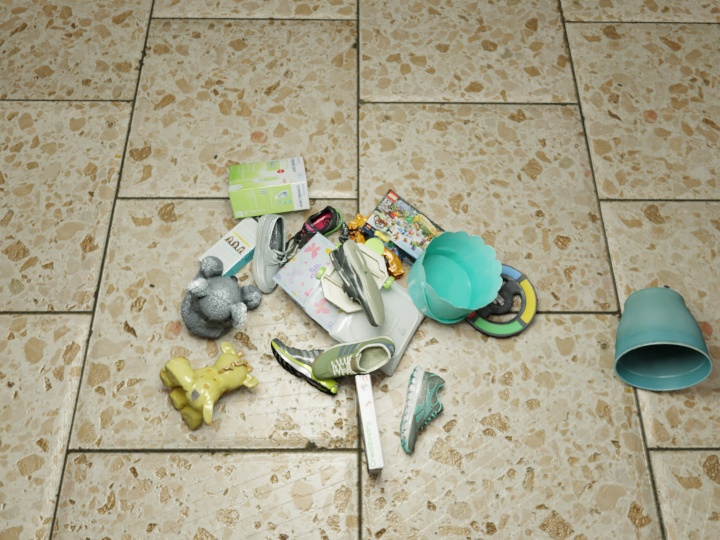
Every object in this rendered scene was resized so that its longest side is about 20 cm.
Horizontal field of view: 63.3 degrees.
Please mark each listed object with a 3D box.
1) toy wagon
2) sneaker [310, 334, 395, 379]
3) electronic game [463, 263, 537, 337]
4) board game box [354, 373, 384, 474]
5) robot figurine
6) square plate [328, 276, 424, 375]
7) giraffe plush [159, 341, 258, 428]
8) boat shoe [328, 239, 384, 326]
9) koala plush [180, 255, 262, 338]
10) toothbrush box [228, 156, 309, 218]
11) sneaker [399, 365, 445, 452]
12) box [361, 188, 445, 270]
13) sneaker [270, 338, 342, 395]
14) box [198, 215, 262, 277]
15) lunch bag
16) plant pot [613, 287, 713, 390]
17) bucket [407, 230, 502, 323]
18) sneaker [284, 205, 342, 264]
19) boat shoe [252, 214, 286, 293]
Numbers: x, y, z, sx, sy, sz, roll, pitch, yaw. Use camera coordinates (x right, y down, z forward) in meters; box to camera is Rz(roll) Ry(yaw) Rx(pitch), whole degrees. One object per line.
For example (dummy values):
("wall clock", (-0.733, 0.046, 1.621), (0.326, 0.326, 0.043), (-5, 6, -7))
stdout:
("toy wagon", (0.000, 0.000, 1.344), (0.155, 0.040, 0.200), (33, 74, 2))
("sneaker", (-0.017, 0.198, 1.298), (0.200, 0.090, 0.067), (-18, 98, 1))
("electronic game", (0.346, 0.073, 1.472), (0.200, 0.042, 0.200), (0, 66, -1))
("board game box", (0.018, 0.344, 1.301), (0.035, 0.126, 0.200), (-8, 66, -5))
("robot figurine", (0.028, -0.059, 1.517), (0.145, 0.058, 0.200), (-19, 68, -10))
("square plate", (0.053, 0.118, 1.383), (0.198, 0.028, 0.200), (37, 74, -20))
("giraffe plush", (-0.335, 0.247, 1.332), (0.162, 0.200, 0.173), (-30, 101, -38))
("boat shoe", (-0.005, 0.035, 1.290), (0.068, 0.072, 0.200), (-27, 86, 25))
("koala plush", (-0.329, 0.074, 1.354), (0.177, 0.200, 0.184), (39, 76, -13))
("toothbrush box", (-0.241, -0.221, 1.541), (0.200, 0.086, 0.146), (-7, 38, -5))
("sneaker", (0.146, 0.322, 1.344), (0.091, 0.078, 0.200), (15, 68, 1))
("box", (0.118, -0.101, 1.501), (0.200, 0.038, 0.137), (36, 56, -5))
("sneaker", (-0.125, 0.216, 1.393), (0.200, 0.074, 0.081), (32, 63, 5))
("box", (-0.316, -0.061, 1.517), (0.082, 0.049, 0.200), (41, 72, 15))
("lunch bag", (-0.083, 0.034, 1.420), (0.170, 0.127, 0.200), (-45, 68, -7))
("plant pot", (0.697, 0.150, 1.373), (0.200, 0.200, 0.188), (12, 51, 4))
("bucket", (0.216, 0.020, 1.384), (0.207, 0.135, 0.207), (6, 68, -15))
("sneaker", (-0.136, -0.097, 1.508), (0.200, 0.084, 0.077), (-45, 65, -6))
("boat shoe", (-0.222, -0.043, 1.464), (0.071, 0.070, 0.201), (0, 87, 43))
